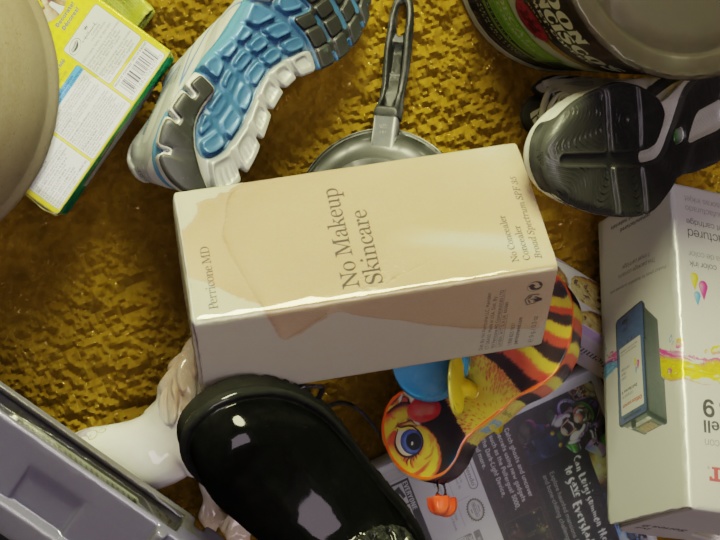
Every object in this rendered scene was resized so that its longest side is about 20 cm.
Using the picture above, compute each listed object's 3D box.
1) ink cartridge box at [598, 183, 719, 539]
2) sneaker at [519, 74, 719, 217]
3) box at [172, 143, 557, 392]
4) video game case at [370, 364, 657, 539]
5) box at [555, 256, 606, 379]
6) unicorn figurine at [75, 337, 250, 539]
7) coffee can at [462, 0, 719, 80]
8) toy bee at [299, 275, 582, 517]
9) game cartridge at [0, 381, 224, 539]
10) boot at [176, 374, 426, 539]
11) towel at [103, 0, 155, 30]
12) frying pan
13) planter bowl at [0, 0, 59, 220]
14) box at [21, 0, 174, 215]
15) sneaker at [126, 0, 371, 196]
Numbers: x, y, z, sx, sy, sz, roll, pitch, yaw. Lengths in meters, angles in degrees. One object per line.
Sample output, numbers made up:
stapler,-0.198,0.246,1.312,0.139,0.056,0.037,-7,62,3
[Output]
ink cartridge box,0.230,0.063,0.881,0.144,0.087,0.203,10,70,-22
sneaker,0.130,-0.076,0.848,0.199,0.114,0.077,-18,106,-48
box,0.000,0.000,0.793,0.197,0.096,0.078,-10,145,-8
video game case,0.108,0.188,0.958,0.180,0.023,0.202,-23,102,-7
box,0.139,0.029,0.924,0.199,0.039,0.042,31,53,-14
unicorn figurine,-0.118,0.111,0.870,0.198,0.074,0.139,-23,107,-11
coffee can,0.149,-0.186,0.816,0.144,0.200,0.148,-2,99,-11
toy bee,0.057,0.089,0.875,0.199,0.130,0.110,-34,69,32
game cartridge,-0.193,0.148,0.838,0.199,0.038,0.130,35,116,-5
boot,-0.005,0.158,0.766,0.079,0.158,0.211,-42,124,9
towel,-0.214,-0.102,0.845,0.086,0.018,0.201,38,89,-16
frying pan,0.027,-0.064,0.876,0.114,0.031,0.192,28,96,13
planter bowl,-0.262,-0.100,0.721,0.197,0.135,0.203,0,93,-3
box,-0.220,-0.135,0.811,0.199,0.048,0.118,36,89,-6
sneaker,-0.073,-0.126,0.846,0.075,0.086,0.201,51,63,-25
